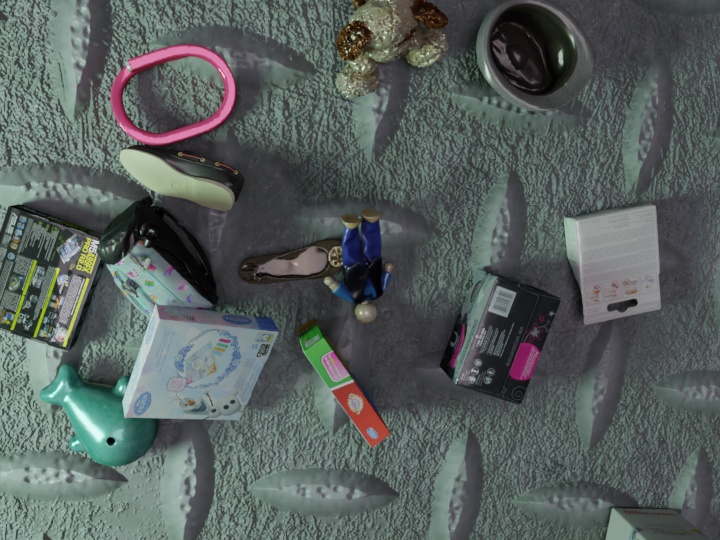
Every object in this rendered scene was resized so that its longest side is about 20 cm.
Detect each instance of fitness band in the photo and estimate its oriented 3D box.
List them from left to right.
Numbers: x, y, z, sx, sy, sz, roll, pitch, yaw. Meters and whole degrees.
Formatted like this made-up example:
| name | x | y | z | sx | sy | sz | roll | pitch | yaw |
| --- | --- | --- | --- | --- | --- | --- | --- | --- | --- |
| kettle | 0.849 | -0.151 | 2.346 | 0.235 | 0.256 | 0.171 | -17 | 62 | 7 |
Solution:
| name | x | y | z | sx | sy | sz | roll | pitch | yaw |
| --- | --- | --- | --- | --- | --- | --- | --- | --- | --- |
| fitness band | -0.300 | -0.283 | 1.056 | 0.200 | 0.037 | 0.144 | -21 | 101 | -10 |

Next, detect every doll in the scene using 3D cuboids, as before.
| name | x | y | z | sx | sy | sz | roll | pitch | yaw |
| --- | --- | --- | --- | --- | --- | --- | --- | --- | --- |
| doll | 0.000 | 0.000 | 1.130 | 0.136 | 0.048 | 0.200 | -18 | 118 | -26 |

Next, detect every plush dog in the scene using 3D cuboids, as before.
| name | x | y | z | sx | sy | sz | roll | pitch | yaw |
| --- | --- | --- | --- | --- | --- | --- | --- | --- | --- |
| plush dog | 0.038 | -0.379 | 1.027 | 0.200 | 0.172 | 0.161 | -25 | 101 | -3 |

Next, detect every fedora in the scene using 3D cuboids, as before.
| name | x | y | z | sx | sy | sz | roll | pitch | yaw |
| --- | --- | --- | --- | --- | --- | --- | --- | --- | --- |
| fedora | 0.282 | -0.359 | 1.108 | 0.200 | 0.090 | 0.177 | 36 | 91 | -6 |

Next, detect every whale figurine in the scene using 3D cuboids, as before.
| name | x | y | z | sx | sy | sz | roll | pitch | yaw |
| --- | --- | --- | --- | --- | --- | --- | --- | --- | --- |
| whale figurine | -0.435 | 0.243 | 1.089 | 0.200 | 0.104 | 0.159 | 41 | 91 | -14 |

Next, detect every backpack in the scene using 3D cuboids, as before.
| name | x | y | z | sx | sy | sz | roll | pitch | yaw |
| --- | --- | --- | --- | --- | --- | --- | --- | --- | --- |
| backpack | -0.323 | -0.001 | 1.054 | 0.127 | 0.167 | 0.200 | -34 | 116 | 6 |

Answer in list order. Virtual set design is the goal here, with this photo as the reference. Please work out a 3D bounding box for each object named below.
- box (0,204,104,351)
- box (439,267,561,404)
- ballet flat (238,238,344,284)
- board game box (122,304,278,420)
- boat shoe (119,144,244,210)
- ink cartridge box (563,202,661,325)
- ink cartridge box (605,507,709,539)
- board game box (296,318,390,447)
| name | x | y | z | sx | sy | sz | roll | pitch | yaw |
| --- | --- | --- | --- | --- | --- | --- | --- | --- | --- |
| box | -0.520 | 0.013 | 1.072 | 0.160 | 0.044 | 0.200 | 20 | 96 | -11 |
| box | 0.242 | 0.112 | 1.165 | 0.132 | 0.115 | 0.200 | 19 | 94 | -10 |
| ballet flat | -0.110 | -0.011 | 1.127 | 0.200 | 0.046 | 0.067 | -8 | 100 | -8 |
| board game box | -0.261 | 0.156 | 1.068 | 0.199 | 0.043 | 0.200 | 10 | 118 | -34 |
| boat shoe | -0.291 | -0.160 | 1.073 | 0.201 | 0.063 | 0.074 | 19 | 139 | 1 |
| ink cartridge box | 0.470 | -0.014 | 1.216 | 0.161 | 0.050 | 0.200 | -11 | 104 | -7 |
| ink cartridge box | 0.580 | 0.567 | 1.242 | 0.147 | 0.200 | 0.145 | 6 | 100 | -10 |
| board game box | -0.033 | 0.186 | 1.117 | 0.040 | 0.153 | 0.200 | -34 | 103 | -4 |
